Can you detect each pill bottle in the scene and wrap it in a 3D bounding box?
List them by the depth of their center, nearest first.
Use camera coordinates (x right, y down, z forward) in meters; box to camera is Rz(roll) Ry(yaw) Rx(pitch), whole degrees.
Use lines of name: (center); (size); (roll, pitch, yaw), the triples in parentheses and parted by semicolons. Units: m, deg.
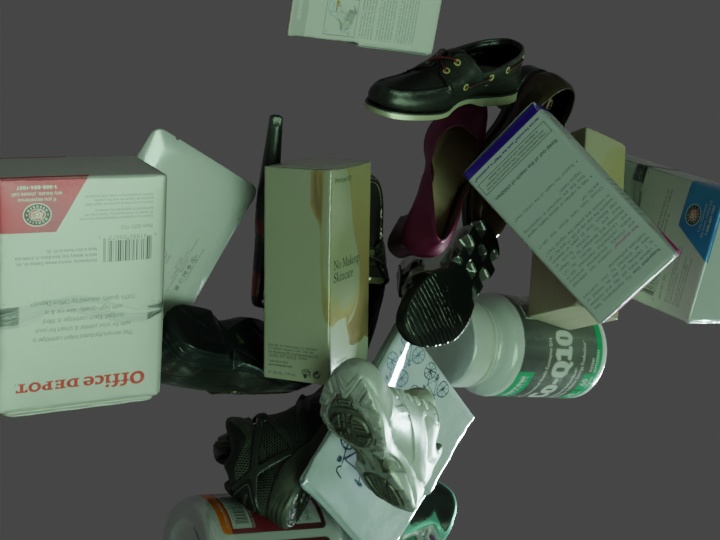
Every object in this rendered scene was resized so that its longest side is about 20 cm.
pill bottle: (-0.092, 0.282, 1.261); (0.199, 0.113, 0.114); (5, 105, -36)
pill bottle: (0.169, 0.084, 1.372); (0.199, 0.113, 0.114); (5, 105, -37)

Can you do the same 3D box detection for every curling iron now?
curling iron: (-0.085, -0.052, 1.192); (0.049, 0.025, 0.202); (-18, 117, -40)

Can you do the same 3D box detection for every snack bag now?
snack bag: (0.030, 0.181, 1.248); (0.201, 0.021, 0.189); (-56, 135, -22)

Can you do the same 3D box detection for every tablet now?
tablet: (-0.189, -0.017, 1.138); (0.130, 0.014, 0.201); (31, 88, -39)

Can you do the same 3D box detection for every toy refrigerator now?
toy refrigerator: (0.237, -0.043, 1.338); (0.070, 0.076, 0.202); (18, 68, -31)

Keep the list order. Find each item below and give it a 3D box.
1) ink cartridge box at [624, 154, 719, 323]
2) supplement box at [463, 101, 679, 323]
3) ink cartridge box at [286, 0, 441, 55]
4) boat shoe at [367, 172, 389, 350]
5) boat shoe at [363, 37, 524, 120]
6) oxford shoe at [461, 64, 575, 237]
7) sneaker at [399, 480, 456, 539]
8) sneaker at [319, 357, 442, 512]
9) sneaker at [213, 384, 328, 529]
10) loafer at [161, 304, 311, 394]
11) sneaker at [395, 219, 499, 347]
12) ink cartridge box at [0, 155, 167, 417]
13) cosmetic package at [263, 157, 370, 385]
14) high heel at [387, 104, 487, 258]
ink cartridge box: (0.335, -0.041, 1.388); (0.083, 0.200, 0.146); (2, 106, -38)
supplement box: (0.211, -0.056, 1.219); (0.103, 0.200, 0.101); (-45, 169, 14)
ink cartridge box: (0.008, -0.310, 1.144); (0.175, 0.045, 0.202); (0, 108, -37)
boat shoe: (0.000, 0.000, 1.247); (0.073, 0.065, 0.202); (-5, 110, -33)
boat shoe: (0.084, -0.192, 1.225); (0.200, 0.074, 0.064); (-17, 130, -37)
oxford shoe: (0.168, -0.116, 1.313); (0.072, 0.084, 0.201); (15, 101, -40)
sneaker: (0.033, 0.334, 1.371); (0.077, 0.140, 0.201); (34, 64, -2)
sneaker: (0.027, 0.136, 1.169); (0.100, 0.078, 0.201); (-52, 142, -27)
sneaker: (-0.077, 0.159, 1.250); (0.200, 0.114, 0.077); (-56, 161, -39)
loafer: (-0.130, 0.088, 1.197); (0.072, 0.073, 0.199); (-41, 140, 24)
sneaker: (0.069, 0.020, 1.254); (0.200, 0.088, 0.075); (-46, 119, -52)
ink cartridge box: (-0.248, 0.009, 1.049); (0.145, 0.083, 0.202); (-4, 108, -29)
cosmetic package: (-0.040, -0.003, 1.170); (0.105, 0.071, 0.202); (-26, 119, -65)
high heel: (0.098, -0.099, 1.239); (0.067, 0.096, 0.201); (29, 74, -21)
